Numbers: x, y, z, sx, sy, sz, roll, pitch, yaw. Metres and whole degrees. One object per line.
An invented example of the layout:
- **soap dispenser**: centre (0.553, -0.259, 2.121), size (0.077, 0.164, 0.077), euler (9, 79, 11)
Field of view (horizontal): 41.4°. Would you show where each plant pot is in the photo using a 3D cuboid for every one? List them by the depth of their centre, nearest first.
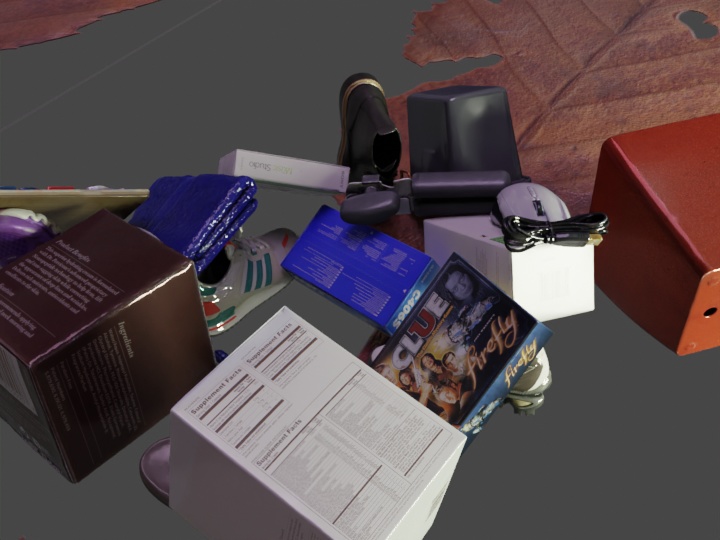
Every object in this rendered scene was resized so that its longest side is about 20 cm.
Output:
- **plant pot**: centre (0.374, -0.030, 1.029), size (0.196, 0.202, 0.178), euler (-13, 48, -9)

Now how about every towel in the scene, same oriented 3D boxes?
- **towel**: centre (-0.214, -0.049, 1.122), size (0.198, 0.050, 0.149), euler (4, 54, 48)

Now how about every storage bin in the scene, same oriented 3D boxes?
- **storage bin**: centre (0.117, -0.159, 1.208), size (0.143, 0.137, 0.200), euler (-13, 14, -14)

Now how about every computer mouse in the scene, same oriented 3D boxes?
- **computer mouse**: centre (0.178, -0.062, 0.984), size (0.107, 0.045, 0.200), euler (-5, 14, -5)

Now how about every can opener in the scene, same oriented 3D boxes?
- **can opener**: centre (0.074, -0.075, 1.094), size (0.195, 0.054, 0.068), euler (-1, 47, 12)

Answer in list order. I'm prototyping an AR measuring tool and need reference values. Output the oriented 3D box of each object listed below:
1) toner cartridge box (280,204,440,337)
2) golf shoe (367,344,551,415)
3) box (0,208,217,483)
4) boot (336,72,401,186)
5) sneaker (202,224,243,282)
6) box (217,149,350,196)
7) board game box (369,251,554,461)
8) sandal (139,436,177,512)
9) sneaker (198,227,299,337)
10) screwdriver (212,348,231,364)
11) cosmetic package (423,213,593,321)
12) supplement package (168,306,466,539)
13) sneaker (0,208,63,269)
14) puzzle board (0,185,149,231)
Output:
- **toner cartridge box**: centre (0.000, 0.000, 1.107), size (0.199, 0.043, 0.096), euler (29, 81, 44)
- **golf shoe**: centre (0.100, 0.085, 0.991), size (0.195, 0.096, 0.078), euler (4, 39, 15)
- **box**: centre (-0.283, 0.073, 0.999), size (0.164, 0.167, 0.199), euler (26, 47, 36)
- **boot**: centre (0.018, -0.121, 1.177), size (0.076, 0.203, 0.139), euler (-17, 39, -5)
- **sneaker**: centre (-0.210, -0.047, 1.222), size (0.076, 0.079, 0.201), euler (-13, 28, 22)
- **box**: centre (-0.104, -0.122, 1.217), size (0.141, 0.037, 0.200), euler (8, 3, -15)
- **board game box**: centre (0.078, 0.100, 0.924), size (0.202, 0.034, 0.135), euler (-54, 44, 6)
- **sandal**: centre (-0.129, 0.204, 0.900), size (0.198, 0.055, 0.081), euler (25, 48, 32)
- **sneaker**: centre (-0.141, -0.010, 1.144), size (0.069, 0.095, 0.199), euler (21, 45, 31)
- **screwdriver**: centre (-0.175, 0.087, 1.073), size (0.198, 0.028, 0.029), euler (28, 11, 30)
- **cosmetic package**: centre (0.157, -0.008, 1.046), size (0.105, 0.087, 0.199), euler (-10, 16, -22)
- **supplement package**: centre (-0.042, 0.172, 0.810), size (0.198, 0.153, 0.150), euler (33, 49, 18)
- **sneaker**: centre (-0.365, 0.013, 1.081), size (0.079, 0.202, 0.090), euler (-7, 53, 11)
- **puzzle board**: centre (-0.359, -0.068, 1.088), size (0.197, 0.018, 0.150), euler (-3, -13, -35)
